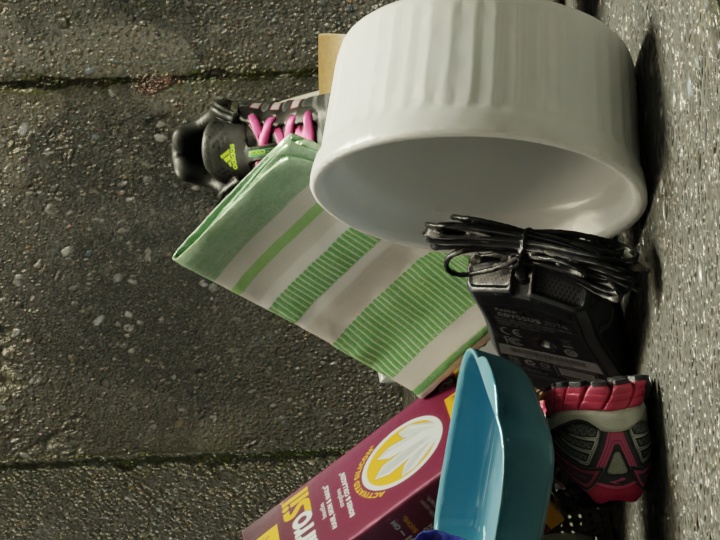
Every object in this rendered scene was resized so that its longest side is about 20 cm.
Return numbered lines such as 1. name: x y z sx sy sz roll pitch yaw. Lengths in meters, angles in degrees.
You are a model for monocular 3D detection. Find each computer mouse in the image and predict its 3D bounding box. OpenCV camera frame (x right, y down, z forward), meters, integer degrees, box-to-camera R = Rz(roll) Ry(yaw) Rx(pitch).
1. computer mouse: 0.123 0.016 1.625 0.200 0.138 0.053 67 -140 -59

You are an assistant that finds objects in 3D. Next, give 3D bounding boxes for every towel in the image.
1. towel: 0.000 0.000 1.705 0.153 0.199 0.023 -44 26 41

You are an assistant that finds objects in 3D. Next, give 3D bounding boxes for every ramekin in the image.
1. ramekin: 0.073 -0.087 1.573 0.201 0.199 0.098 94 180 -71

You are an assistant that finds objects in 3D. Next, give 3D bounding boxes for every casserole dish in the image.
1. casserole dish: 0.081 0.140 1.589 0.121 0.039 0.201 -106 20 -53

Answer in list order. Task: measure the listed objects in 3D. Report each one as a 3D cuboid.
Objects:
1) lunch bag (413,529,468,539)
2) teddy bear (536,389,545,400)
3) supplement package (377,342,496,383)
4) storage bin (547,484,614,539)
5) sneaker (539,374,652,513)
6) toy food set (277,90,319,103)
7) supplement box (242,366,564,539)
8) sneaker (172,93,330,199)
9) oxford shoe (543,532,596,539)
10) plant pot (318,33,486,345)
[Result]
1. lunch bag: 0.101 0.251 1.421 0.124 0.199 0.171 -41 -44 -50
2. teddy bear: 0.131 0.027 1.779 0.200 0.066 0.146 93 177 -61
3. supplement package: 0.077 -0.034 2.075 0.200 0.146 0.192 -100 8 -75
4. storage bin: 0.127 0.246 1.791 0.200 0.093 0.136 -98 6 -61
5. sneaker: 0.134 0.114 1.632 0.200 0.080 0.075 102 163 -80
6. toy food set: 0.035 -0.182 2.071 0.143 0.200 0.061 -11 113 51
7. supplement box: 0.025 0.170 1.764 0.086 0.200 0.110 49 -170 -23
8. sneaker: -0.055 -0.078 1.730 0.200 0.087 0.074 3 100 54
9. oxford shoe: 0.143 0.185 1.549 0.200 0.075 0.058 -126 26 -73
10. plant pot: 0.053 -0.052 1.805 0.186 0.185 0.201 -139 55 -87
